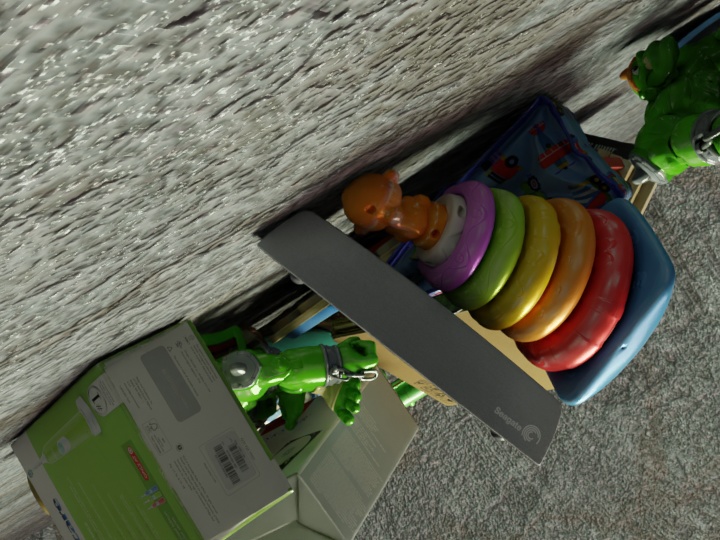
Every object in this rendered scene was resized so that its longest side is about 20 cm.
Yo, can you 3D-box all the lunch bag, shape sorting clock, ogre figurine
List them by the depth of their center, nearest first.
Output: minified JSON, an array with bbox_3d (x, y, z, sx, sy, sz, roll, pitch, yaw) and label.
[{"bbox_3d":[0.245,-0.123,0.721,0.120,0.098,0.200,-31,-140,48],"label":"ogre figurine"},{"bbox_3d":[0.096,-0.030,0.804,0.200,0.094,0.151,-39,174,16],"label":"lunch bag"},{"bbox_3d":[-0.083,0.095,0.875,0.120,0.098,0.200,3,-179,-32],"label":"ogre figurine"},{"bbox_3d":[0.000,0.000,0.938,0.200,0.039,0.200,-33,179,-1],"label":"shape sorting clock"}]

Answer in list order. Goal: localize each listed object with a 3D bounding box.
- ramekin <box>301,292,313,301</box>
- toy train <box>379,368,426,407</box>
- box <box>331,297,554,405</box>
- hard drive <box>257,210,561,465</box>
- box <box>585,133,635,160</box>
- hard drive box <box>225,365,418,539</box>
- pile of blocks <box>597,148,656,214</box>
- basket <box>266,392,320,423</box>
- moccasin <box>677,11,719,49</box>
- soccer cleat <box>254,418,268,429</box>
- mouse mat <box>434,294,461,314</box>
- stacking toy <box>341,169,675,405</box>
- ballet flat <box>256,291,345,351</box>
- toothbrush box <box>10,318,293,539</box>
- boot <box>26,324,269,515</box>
[{"bbox_3d":[0.023,0.041,1.160,0.200,0.098,0.200,-31,175,-3],"label":"ramekin"},{"bbox_3d":[0.008,0.136,1.106,0.200,0.056,0.042,-30,175,-5],"label":"toy train"},{"bbox_3d":[0.096,0.077,0.994,0.163,0.021,0.200,-14,148,34],"label":"box"},{"bbox_3d":[0.034,0.036,0.650,0.042,0.200,0.135,-52,174,1],"label":"hard drive"},{"bbox_3d":[0.194,-0.033,1.019,0.049,0.082,0.200,40,77,-45],"label":"box"},{"bbox_3d":[-0.054,0.186,0.950,0.156,0.077,0.200,-31,-173,27],"label":"hard drive box"},{"bbox_3d":[0.176,-0.032,0.950,0.200,0.082,0.062,-39,154,1],"label":"pile of blocks"},{"bbox_3d":[-0.120,0.172,1.232,0.176,0.139,0.200,-31,144,1],"label":"basket"},{"bbox_3d":[0.317,-0.182,0.878,0.200,0.068,0.080,-28,174,-34],"label":"moccasin"},{"bbox_3d":[-0.169,0.172,1.069,0.200,0.069,0.085,-33,-173,29],"label":"soccer cleat"},{"bbox_3d":[0.126,-0.042,0.939,0.161,0.008,0.200,-30,-155,13],"label":"mouse mat"},{"bbox_3d":[0.076,-0.011,0.649,0.116,0.200,0.110,-58,-156,25],"label":"stacking toy"},{"bbox_3d":[-0.014,0.047,1.049,0.200,0.065,0.071,-6,148,18],"label":"ballet flat"},{"bbox_3d":[-0.162,0.146,0.795,0.086,0.146,0.200,-28,173,-43],"label":"toothbrush box"},{"bbox_3d":[-0.190,0.130,0.977,0.200,0.066,0.175,-32,-172,15],"label":"boot"}]
